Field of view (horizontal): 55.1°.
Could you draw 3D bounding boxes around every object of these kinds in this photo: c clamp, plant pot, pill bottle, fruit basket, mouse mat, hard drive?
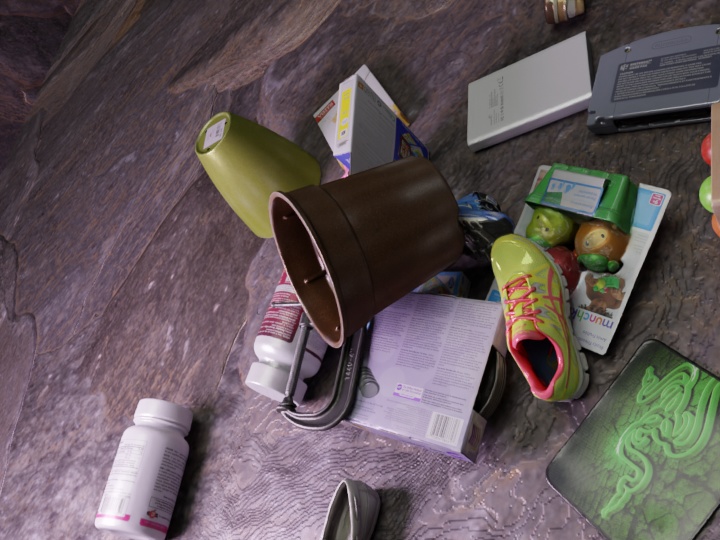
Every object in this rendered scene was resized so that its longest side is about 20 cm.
[{"bbox_3d":[-0.065,0.122,0.932,0.167,0.027,0.204,-12,53,27],"label":"c clamp"},{"bbox_3d":[0.013,-0.040,0.867,0.195,0.204,0.200,-25,38,-18],"label":"plant pot"},{"bbox_3d":[-0.204,-0.195,1.279,0.184,0.199,0.191,-23,48,28],"label":"plant pot"},{"bbox_3d":[-0.098,0.093,1.052,0.108,0.109,0.204,3,64,42],"label":"pill bottle"},{"bbox_3d":[0.251,-0.025,0.834,0.183,0.093,0.204,23,82,47],"label":"fruit basket"},{"bbox_3d":[-0.341,0.320,1.112,0.111,0.113,0.205,-11,55,36],"label":"pill bottle"},{"bbox_3d":[0.300,0.185,0.708,0.201,0.008,0.160,-51,41,0],"label":"mouse mat"},{"bbox_3d":[0.254,-0.269,1.047,0.196,0.026,0.135,-17,52,33],"label":"hard drive"}]

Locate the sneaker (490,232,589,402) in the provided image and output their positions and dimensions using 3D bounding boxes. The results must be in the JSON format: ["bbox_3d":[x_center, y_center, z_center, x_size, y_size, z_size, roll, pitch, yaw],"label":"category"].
[{"bbox_3d":[0.193,0.052,0.773,0.077,0.089,0.205,-30,74,35],"label":"sneaker"}]

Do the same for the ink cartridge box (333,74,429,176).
[{"bbox_3d":[0.036,-0.157,1.039,0.046,0.197,0.205,-19,50,33],"label":"ink cartridge box"}]

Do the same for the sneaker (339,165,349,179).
[{"bbox_3d":[-0.038,-0.098,1.122,0.201,0.094,0.080,-53,39,29],"label":"sneaker"}]

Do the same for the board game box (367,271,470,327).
[{"bbox_3d":[0.066,0.098,0.947,0.132,0.034,0.205,1,63,35],"label":"board game box"}]

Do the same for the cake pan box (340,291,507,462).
[{"bbox_3d":[0.083,0.122,0.862,0.196,0.052,0.188,5,67,37],"label":"cake pan box"}]

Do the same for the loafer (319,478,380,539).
[{"bbox_3d":[-0.032,0.357,0.839,0.069,0.070,0.205,-5,59,39],"label":"loafer"}]

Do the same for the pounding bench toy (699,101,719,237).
[{"bbox_3d":[0.423,-0.061,0.678,0.153,0.124,0.205,-7,58,38],"label":"pounding bench toy"}]

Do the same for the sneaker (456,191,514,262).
[{"bbox_3d":[0.154,-0.070,0.927,0.089,0.079,0.200,-47,15,-6],"label":"sneaker"}]

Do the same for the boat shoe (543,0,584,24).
[{"bbox_3d":[0.338,-0.480,1.098,0.074,0.072,0.206,0,69,25],"label":"boat shoe"}]

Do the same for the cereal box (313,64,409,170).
[{"bbox_3d":[-0.004,-0.281,1.278,0.143,0.039,0.202,-41,43,12],"label":"cereal box"}]

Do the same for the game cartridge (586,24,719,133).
[{"bbox_3d":[0.402,-0.250,0.896,0.196,0.041,0.136,1,59,42],"label":"game cartridge"}]
